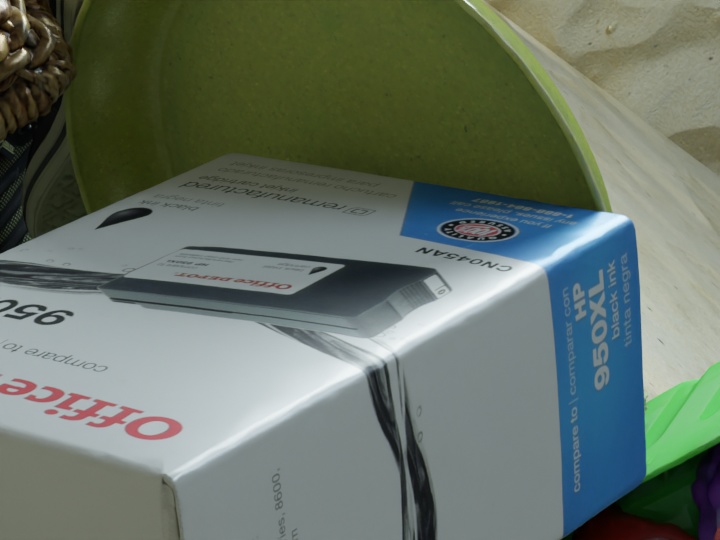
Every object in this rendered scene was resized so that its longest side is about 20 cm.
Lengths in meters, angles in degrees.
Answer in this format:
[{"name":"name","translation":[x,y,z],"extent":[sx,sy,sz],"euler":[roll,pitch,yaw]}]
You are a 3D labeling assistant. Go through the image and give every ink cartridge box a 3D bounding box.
[{"name":"ink cartridge box","translation":[-0.037,0.042,0.704],"extent":[0.145,0.084,0.200],"euler":[11,24,34]}]

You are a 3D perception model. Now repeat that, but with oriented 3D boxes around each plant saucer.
[{"name":"plant saucer","translation":[-0.002,-0.022,0.807],"extent":[0.200,0.200,0.031],"euler":[42,48,7]}]

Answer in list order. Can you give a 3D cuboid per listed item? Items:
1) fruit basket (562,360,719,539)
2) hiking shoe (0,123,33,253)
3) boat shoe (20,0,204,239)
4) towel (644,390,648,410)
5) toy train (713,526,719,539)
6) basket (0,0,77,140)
[{"name":"fruit basket","translation":[0.152,0.145,1.105],"extent":[0.156,0.216,0.216],"euler":[37,12,-15]},{"name":"hiking shoe","translation":[-0.135,-0.038,0.972],"extent":[0.076,0.101,0.200],"euler":[46,13,24]},{"name":"boat shoe","translation":[-0.078,-0.066,0.906],"extent":[0.200,0.075,0.062],"euler":[102,-21,-57]},{"name":"towel","translation":[0.014,0.031,1.116],"extent":[0.200,0.036,0.148],"euler":[32,33,11]},{"name":"toy train","translation":[0.170,0.121,0.899],"extent":[0.116,0.085,0.200],"euler":[47,-15,12]},{"name":"basket","translation":[-0.203,-0.088,0.840],"extent":[0.149,0.143,0.200],"euler":[35,12,-40]}]
